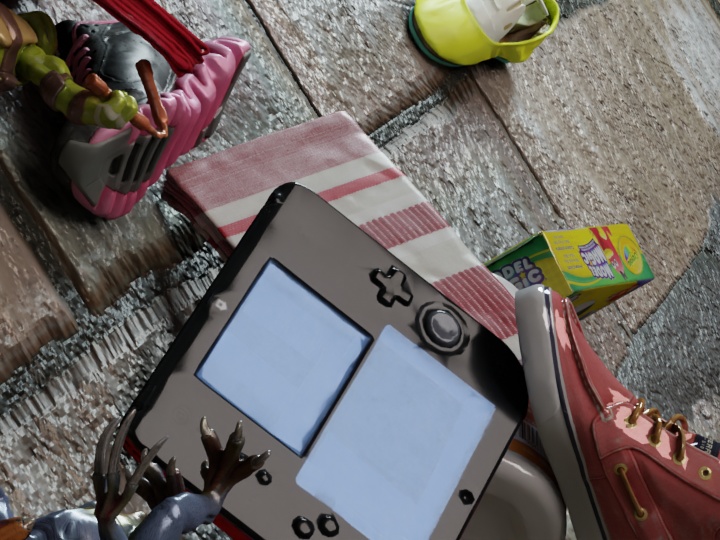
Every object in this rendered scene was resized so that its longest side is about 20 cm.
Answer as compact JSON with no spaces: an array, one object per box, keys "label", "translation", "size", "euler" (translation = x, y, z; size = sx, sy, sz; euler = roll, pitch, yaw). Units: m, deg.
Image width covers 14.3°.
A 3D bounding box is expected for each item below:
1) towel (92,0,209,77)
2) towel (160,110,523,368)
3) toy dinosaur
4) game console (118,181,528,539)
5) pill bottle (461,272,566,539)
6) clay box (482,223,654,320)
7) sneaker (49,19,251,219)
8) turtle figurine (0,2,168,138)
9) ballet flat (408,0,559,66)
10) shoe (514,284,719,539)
[{"label":"towel","translation":[-0.168,-0.174,1.484],"size":[0.145,0.022,0.200],"euler":[40,-1,-38]},{"label":"towel","translation":[0.000,0.000,1.581],"size":[0.144,0.023,0.200],"euler":[-21,61,-40]},{"label":"toy dinosaur","translation":[-0.113,0.124,1.234],"size":[0.181,0.105,0.200],"euler":[-39,111,-49]},{"label":"game console","translation":[-0.012,0.069,1.458],"size":[0.177,0.031,0.200],"euler":[41,48,-11]},{"label":"pill bottle","translation":[0.058,0.088,1.625],"size":[0.112,0.112,0.200],"euler":[48,23,-26]},{"label":"clay box","translation":[0.100,0.018,1.811],"size":[0.048,0.115,0.200],"euler":[62,22,7]},{"label":"sneaker","translation":[-0.132,-0.093,1.525],"size":[0.095,0.079,0.200],"euler":[33,23,4]},{"label":"turtle figurine","translation":[-0.196,-0.121,1.405],"size":[0.200,0.064,0.161],"euler":[44,15,19]},{"label":"ballet flat","translation":[0.099,-0.192,2.162],"size":[0.067,0.067,0.200],"euler":[63,21,9]},{"label":"shoe","translation":[0.149,0.092,1.539],"size":[0.071,0.091,0.200],"euler":[-72,145,-70]}]
